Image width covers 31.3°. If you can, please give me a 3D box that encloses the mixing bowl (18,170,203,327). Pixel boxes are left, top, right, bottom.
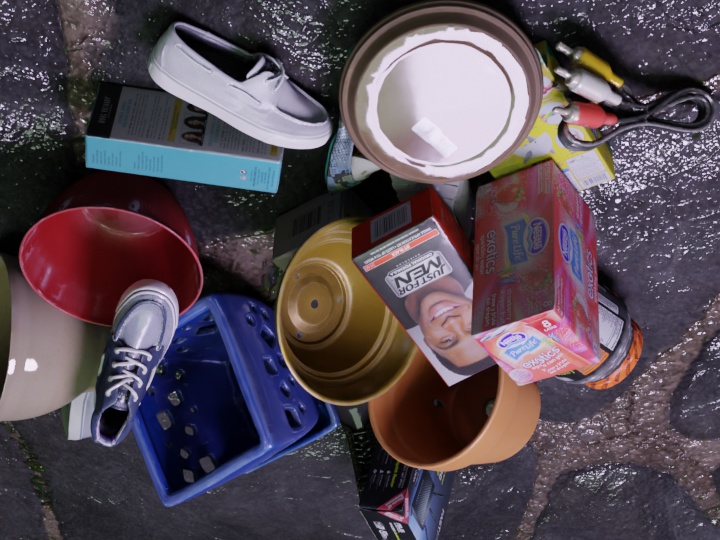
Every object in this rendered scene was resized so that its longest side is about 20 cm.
[{"bbox_3d":[-0.268,-0.039,1.433,0.200,0.109,0.200,2,140,2],"label":"mixing bowl"}]

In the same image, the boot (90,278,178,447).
[{"bbox_3d":[-0.254,0.107,1.437,0.073,0.090,0.200,14,130,-12],"label":"boot"}]

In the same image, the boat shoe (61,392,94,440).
[{"bbox_3d":[-0.350,0.147,1.692,0.071,0.070,0.201,-6,139,-25],"label":"boat shoe"}]

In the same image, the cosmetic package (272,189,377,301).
[{"bbox_3d":[0.000,0.000,1.486,0.103,0.073,0.200,-26,130,28],"label":"cosmetic package"}]

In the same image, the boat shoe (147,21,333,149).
[{"bbox_3d":[-0.111,-0.189,1.289,0.200,0.072,0.069,27,135,-12],"label":"boat shoe"}]

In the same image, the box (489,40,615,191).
[{"bbox_3d":[0.169,-0.153,1.321,0.117,0.048,0.200,-19,136,24],"label":"box"}]

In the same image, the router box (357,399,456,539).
[{"bbox_3d":[0.069,0.267,1.683,0.062,0.200,0.150,1,141,23],"label":"router box"}]

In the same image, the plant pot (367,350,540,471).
[{"bbox_3d":[0.128,0.155,1.579,0.200,0.200,0.140,-27,148,30],"label":"plant pot"}]

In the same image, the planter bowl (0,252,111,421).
[{"bbox_3d":[-0.377,0.083,1.533,0.135,0.200,0.200,5,142,-30],"label":"planter bowl"}]

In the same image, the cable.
[{"bbox_3d":[0.268,-0.155,1.258,0.200,0.097,0.050,10,170,-19],"label":"cable"}]

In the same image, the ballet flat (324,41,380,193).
[{"bbox_3d":[0.007,-0.142,1.318,0.074,0.074,0.200,6,140,-3],"label":"ballet flat"}]

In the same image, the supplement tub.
[{"bbox_3d":[0.228,0.052,1.491,0.200,0.123,0.122,34,131,-30],"label":"supplement tub"}]

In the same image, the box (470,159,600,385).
[{"bbox_3d":[0.179,0.001,1.311,0.095,0.200,0.103,-21,133,29],"label":"box"}]

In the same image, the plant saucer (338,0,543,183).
[{"bbox_3d":[0.079,-0.165,1.239,0.200,0.029,0.200,-2,126,-2],"label":"plant saucer"}]

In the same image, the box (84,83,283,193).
[{"bbox_3d":[-0.179,-0.137,1.335,0.200,0.082,0.049,8,139,-4],"label":"box"}]

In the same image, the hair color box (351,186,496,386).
[{"bbox_3d":[0.084,0.020,1.347,0.101,0.061,0.200,-28,121,18],"label":"hair color box"}]

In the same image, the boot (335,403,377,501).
[{"bbox_3d":[0.007,0.230,1.695,0.077,0.138,0.200,-15,134,23],"label":"boot"}]

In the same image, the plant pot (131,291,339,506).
[{"bbox_3d":[-0.153,0.148,1.557,0.200,0.200,0.180,-31,165,32],"label":"plant pot"}]

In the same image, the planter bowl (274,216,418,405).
[{"bbox_3d":[-0.029,0.039,1.383,0.200,0.201,0.083,39,162,-34],"label":"planter bowl"}]

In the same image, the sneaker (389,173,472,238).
[{"bbox_3d":[0.082,-0.100,1.364,0.076,0.081,0.200,10,138,18],"label":"sneaker"}]
